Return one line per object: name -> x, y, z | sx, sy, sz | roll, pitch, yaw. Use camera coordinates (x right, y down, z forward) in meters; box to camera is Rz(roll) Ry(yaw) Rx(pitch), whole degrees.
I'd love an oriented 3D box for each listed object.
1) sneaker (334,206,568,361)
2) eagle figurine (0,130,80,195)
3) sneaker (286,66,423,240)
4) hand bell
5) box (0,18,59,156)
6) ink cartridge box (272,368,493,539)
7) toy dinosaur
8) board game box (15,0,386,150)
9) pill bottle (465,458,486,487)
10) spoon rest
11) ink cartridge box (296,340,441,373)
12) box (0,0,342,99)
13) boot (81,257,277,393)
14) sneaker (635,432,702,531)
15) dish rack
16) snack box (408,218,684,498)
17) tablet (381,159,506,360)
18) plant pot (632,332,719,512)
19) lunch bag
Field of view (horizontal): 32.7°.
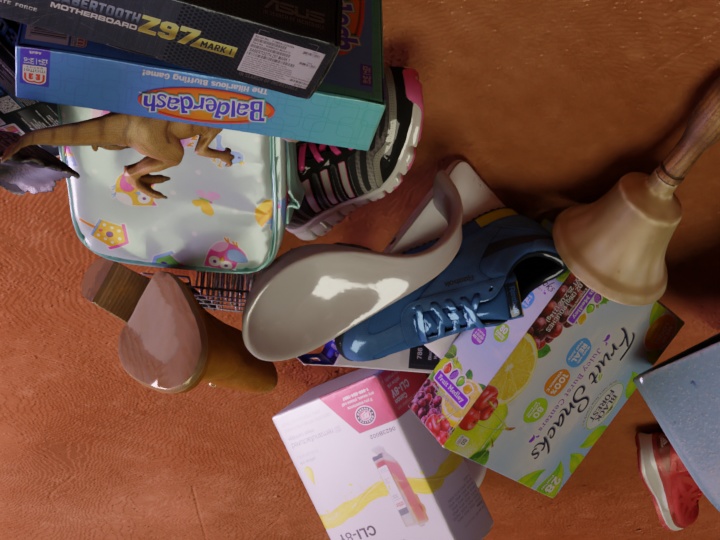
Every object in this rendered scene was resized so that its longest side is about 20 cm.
sneaker -> 0.074, 0.019, 0.946 | 0.199, 0.078, 0.067 | -29, 134, -21
eagle figurine -> -0.256, -0.076, 0.738 | 0.150, 0.153, 0.200 | 12, 142, -29
sneaker -> -0.029, -0.085, 0.884 | 0.086, 0.075, 0.200 | 11, 152, -29
hand bell -> 0.233, -0.078, 0.910 | 0.103, 0.105, 0.201 | 11, 134, -18
box -> -0.293, -0.137, 0.826 | 0.157, 0.047, 0.200 | -13, 146, 19
ink cartridge box -> 0.024, 0.202, 1.227 | 0.144, 0.202, 0.083 | -25, -177, 33
toy dinosaur -> -0.130, -0.083, 0.708 | 0.198, 0.061, 0.106 | -14, 169, -32
board game box -> -0.086, -0.154, 0.699 | 0.197, 0.154, 0.045 | 8, 146, -11
pill bottle -> 0.069, 0.243, 1.378 | 0.111, 0.114, 0.201 | 4, 148, -7
spoon rest -> 0.000, 0.000, 0.881 | 0.199, 0.061, 0.100 | -32, 144, -21
ink cartridge box -> 0.040, 0.072, 1.132 | 0.197, 0.040, 0.099 | 4, -178, -10
box -> -0.106, -0.188, 0.639 | 0.197, 0.160, 0.051 | 14, 146, -19
boot -> -0.109, 0.056, 0.878 | 0.143, 0.071, 0.201 | 33, 179, -35
sneaker -> 0.394, 0.241, 1.412 | 0.114, 0.079, 0.200 | -13, 147, 22
dish rack -> -0.087, 0.011, 1.023 | 0.197, 0.055, 0.153 | 5, 169, 3
snack box -> 0.163, 0.081, 1.059 | 0.168, 0.068, 0.201 | 30, 100, -41
tablet -> 0.089, 0.008, 1.017 | 0.131, 0.014, 0.200 | -51, 136, -1
plant pot -> 0.390, 0.129, 1.044 | 0.195, 0.202, 0.195 | -30, 171, 40
lunch bag -> -0.115, -0.094, 0.812 | 0.158, 0.078, 0.202 | 3, 127, 2
